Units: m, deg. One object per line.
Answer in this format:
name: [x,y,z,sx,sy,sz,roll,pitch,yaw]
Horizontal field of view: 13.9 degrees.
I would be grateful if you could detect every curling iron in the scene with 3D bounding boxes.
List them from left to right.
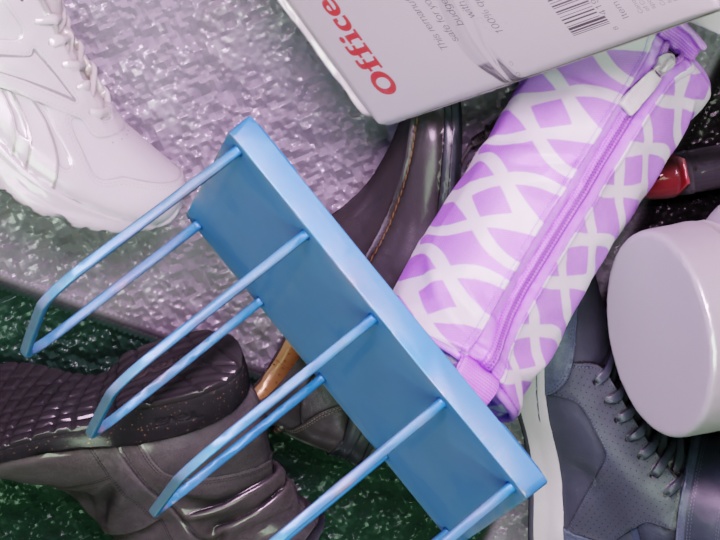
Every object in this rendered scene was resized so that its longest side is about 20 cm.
curling iron: [0.145,-0.053,1.401,0.199,0.026,0.050,-3,117,-3]

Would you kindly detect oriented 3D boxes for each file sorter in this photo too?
file sorter: [-0.040,0.063,1.289,0.123,0.139,0.200,-39,86,-17]

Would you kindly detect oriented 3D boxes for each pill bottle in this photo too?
pill bottle: [0.222,0.012,1.357,0.199,0.113,0.114,-10,117,-23]

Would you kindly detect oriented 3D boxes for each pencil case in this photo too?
pencil case: [0.086,-0.028,1.326,0.084,0.085,0.200,36,78,-25]

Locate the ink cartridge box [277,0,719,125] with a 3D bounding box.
ink cartridge box: [0.054,-0.162,1.266,0.200,0.083,0.147,-16,120,41]

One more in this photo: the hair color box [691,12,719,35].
hair color box: [0.241,-0.141,1.350,0.199,0.065,0.110,22,110,-11]

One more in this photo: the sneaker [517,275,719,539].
sneaker: [0.150,0.075,1.412,0.146,0.077,0.203,4,125,18]

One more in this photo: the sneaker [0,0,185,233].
sneaker: [-0.152,-0.094,1.336,0.200,0.078,0.100,33,104,-18]

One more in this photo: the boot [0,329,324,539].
boot: [-0.127,0.109,1.425,0.199,0.070,0.132,-8,126,18]

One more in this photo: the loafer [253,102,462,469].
loafer: [0.000,0.000,1.392,0.072,0.073,0.201,14,111,-5]
